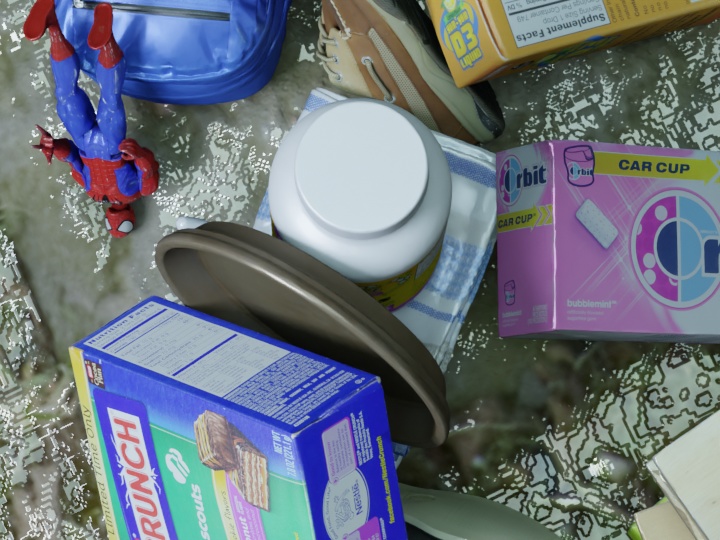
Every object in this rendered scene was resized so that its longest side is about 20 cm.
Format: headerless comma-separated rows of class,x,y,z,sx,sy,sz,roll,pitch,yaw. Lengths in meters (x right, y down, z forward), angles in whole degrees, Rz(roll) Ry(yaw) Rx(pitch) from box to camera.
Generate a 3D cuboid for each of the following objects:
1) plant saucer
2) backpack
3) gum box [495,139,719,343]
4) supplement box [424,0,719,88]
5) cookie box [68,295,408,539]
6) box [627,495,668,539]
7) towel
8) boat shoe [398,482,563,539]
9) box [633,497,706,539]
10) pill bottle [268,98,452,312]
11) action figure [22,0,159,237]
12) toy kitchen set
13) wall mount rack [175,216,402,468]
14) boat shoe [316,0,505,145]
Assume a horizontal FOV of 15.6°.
plant saucer,-0.029,0.034,1.505,0.200,0.200,0.030,33,73,5
backpack,-0.124,-0.208,1.640,0.162,0.168,0.201,6,88,10
gum box,0.183,-0.015,1.614,0.199,0.066,0.114,3,84,-29
supplement box,0.144,-0.170,1.632,0.199,0.067,0.069,-15,83,-26
cookie box,-0.069,0.125,1.532,0.075,0.199,0.172,-30,122,-36
box,0.276,0.198,1.637,0.122,0.048,0.200,-41,83,-2
towel,0.000,0.000,1.613,0.146,0.024,0.201,22,84,4
boat shoe,0.032,0.166,1.598,0.200,0.074,0.063,12,103,22
box,0.277,0.213,1.600,0.163,0.021,0.201,-21,82,-1
pill bottle,-0.001,-0.037,1.502,0.104,0.200,0.105,0,79,0
action figure,-0.163,-0.085,1.619,0.065,0.200,0.052,4,57,10
toy kitchen set,0.293,0.143,1.514,0.180,0.163,0.200,-34,83,-2
wall mount rack,-0.029,0.035,1.653,0.173,0.075,0.201,2,83,5
boat shoe,0.009,-0.139,1.639,0.074,0.076,0.200,-34,117,16
